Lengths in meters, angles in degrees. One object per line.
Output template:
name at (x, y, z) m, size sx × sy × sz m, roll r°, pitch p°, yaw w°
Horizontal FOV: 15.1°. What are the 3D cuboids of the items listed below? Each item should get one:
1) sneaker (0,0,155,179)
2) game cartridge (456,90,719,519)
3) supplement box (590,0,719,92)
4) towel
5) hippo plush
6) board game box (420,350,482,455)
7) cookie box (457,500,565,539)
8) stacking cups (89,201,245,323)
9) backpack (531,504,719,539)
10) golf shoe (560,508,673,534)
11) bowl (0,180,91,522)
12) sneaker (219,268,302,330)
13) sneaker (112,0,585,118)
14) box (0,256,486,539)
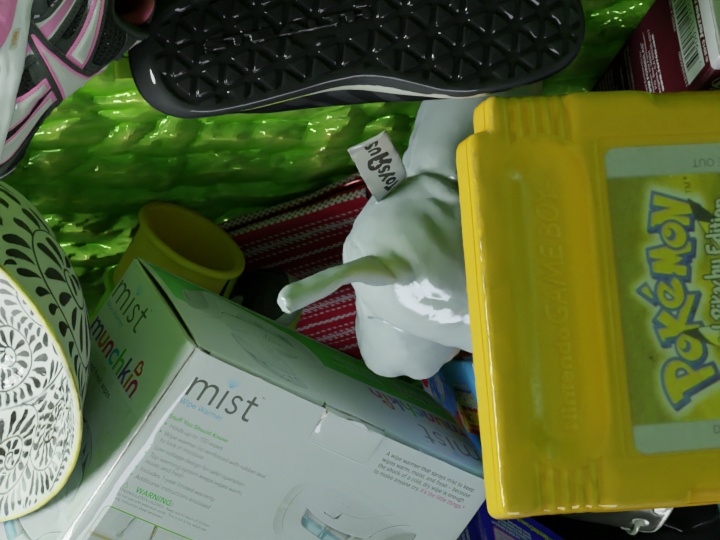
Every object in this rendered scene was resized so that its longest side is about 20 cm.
sneaker at (-0.126, -0.094, 1.104) m, size 0.086 × 0.081 × 0.200 m, roll -12°, pitch 166°, yaw -18°
game cartridge at (0.143, 0.011, 1.148) m, size 0.199 × 0.177 × 0.032 m, roll -3°, pitch 173°, yaw -18°
supplement box at (0.174, -0.079, 1.257) m, size 0.109 × 0.061 × 0.200 m, roll -3°, pitch 159°, yaw -15°
towel at (0.000, 0.000, 1.450) m, size 0.144 × 0.023 × 0.200 m, roll -18°, pitch 154°, yaw 29°
hippo plush at (0.085, -0.006, 1.213) m, size 0.161 × 0.160 × 0.200 m, roll 25°, pitch 175°, yaw 14°
board game box at (0.141, 0.038, 1.397) m, size 0.200 × 0.056 × 0.196 m, roll -19°, pitch -178°, yaw -7°
cookie box at (0.056, 0.236, 1.552) m, size 0.171 × 0.075 × 0.200 m, roll 34°, pitch 119°, yaw -31°
stacking cups at (-0.132, 0.058, 1.382) m, size 0.060 × 0.061 × 0.200 m, roll 11°, pitch 123°, yaw -40°
backpack at (0.133, 0.145, 1.648) m, size 0.200 × 0.176 × 0.153 m, roll -25°, pitch 176°, yaw 25°
golf shoe at (0.130, 0.117, 1.534) m, size 0.200 × 0.088 × 0.077 m, roll -22°, pitch -170°, yaw 12°
bowl at (-0.198, 0.013, 1.272) m, size 0.200 × 0.094 × 0.201 m, roll 16°, pitch 132°, yaw 18°
sneaker at (-0.081, 0.088, 1.420) m, size 0.076 × 0.075 × 0.200 m, roll 28°, pitch 103°, yaw -22°
sneaker at (-0.006, -0.105, 1.157) m, size 0.199 × 0.072 × 0.083 m, roll -5°, pitch -178°, yaw -5°
box at (-0.066, 0.117, 1.333) m, size 0.200 × 0.097 × 0.177 m, roll 25°, pitch 105°, yaw -35°
